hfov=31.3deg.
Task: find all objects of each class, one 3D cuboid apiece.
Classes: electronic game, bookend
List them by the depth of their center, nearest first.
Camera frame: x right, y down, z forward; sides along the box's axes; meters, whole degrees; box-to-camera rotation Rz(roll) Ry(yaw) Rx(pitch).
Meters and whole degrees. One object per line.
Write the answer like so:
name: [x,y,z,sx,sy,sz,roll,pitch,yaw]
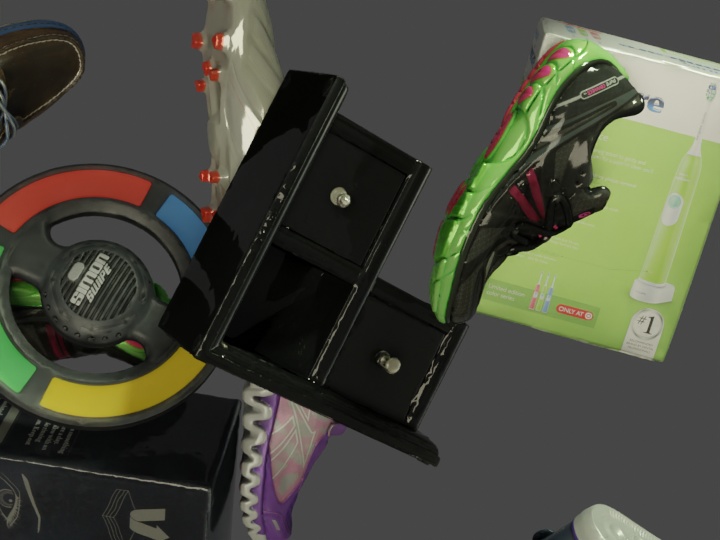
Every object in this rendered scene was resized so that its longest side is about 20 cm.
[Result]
bookend: [0.000,0.000,0.882,0.200,0.092,0.199,29,88,-26]
electronic game: [-0.187,0.016,0.916,0.199,0.042,0.201,5,68,-13]

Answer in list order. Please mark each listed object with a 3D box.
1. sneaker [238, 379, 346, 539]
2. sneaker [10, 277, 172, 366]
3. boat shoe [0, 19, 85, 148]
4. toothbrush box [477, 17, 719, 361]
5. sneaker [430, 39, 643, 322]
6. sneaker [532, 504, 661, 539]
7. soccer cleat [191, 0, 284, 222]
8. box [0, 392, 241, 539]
sneaker: [-0.047,0.118,0.977,0.088,0.081,0.201,3,107,-4]
sneaker: [-0.224,0.033,0.974,0.199,0.077,0.084,20,137,-5]
boat shoe: [-0.269,-0.105,0.881,0.200,0.072,0.072,-34,127,-19]
toothbrush box: [0.168,-0.057,0.894,0.145,0.086,0.201,14,109,1]
sneaker: [0.108,-0.045,0.809,0.084,0.077,0.200,31,105,-3]
sneaker: [0.202,0.284,1.013,0.200,0.081,0.147,37,115,-11]
soccer cleat: [-0.075,-0.120,0.911,0.077,0.069,0.201,-5,103,-24]
box: [-0.202,0.193,0.976,0.199,0.118,0.197,9,119,2]
